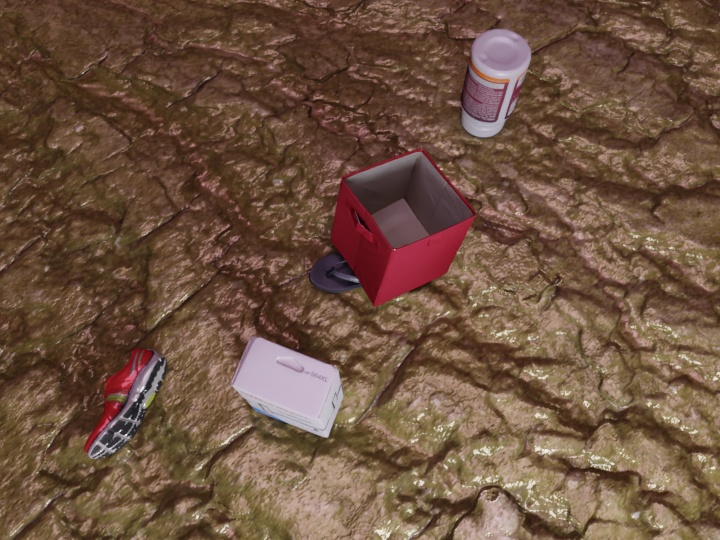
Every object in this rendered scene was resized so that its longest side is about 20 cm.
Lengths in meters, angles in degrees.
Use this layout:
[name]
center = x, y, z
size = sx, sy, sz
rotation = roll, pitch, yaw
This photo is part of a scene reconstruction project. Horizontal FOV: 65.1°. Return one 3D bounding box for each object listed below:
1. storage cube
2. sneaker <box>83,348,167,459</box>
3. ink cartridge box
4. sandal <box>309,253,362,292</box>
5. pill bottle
[storage cube]
center = 0.069, -0.075, 1.005
size = 0.199, 0.180, 0.172
rotation = -23, 64, -24
[sneaker]
center = -0.416, 0.226, 0.978
size = 0.084, 0.077, 0.201
rotation = 18, 58, 14
[ink cartridge box]
center = -0.110, 0.193, 0.908
size = 0.145, 0.200, 0.085
rotation = 19, 68, 9
[sandal]
center = 0.000, -0.001, 1.072
size = 0.198, 0.043, 0.077
rotation = 0, 67, 1
[pill bottle]
center = 0.263, -0.369, 1.136
size = 0.113, 0.200, 0.115
rotation = 0, 66, 1
